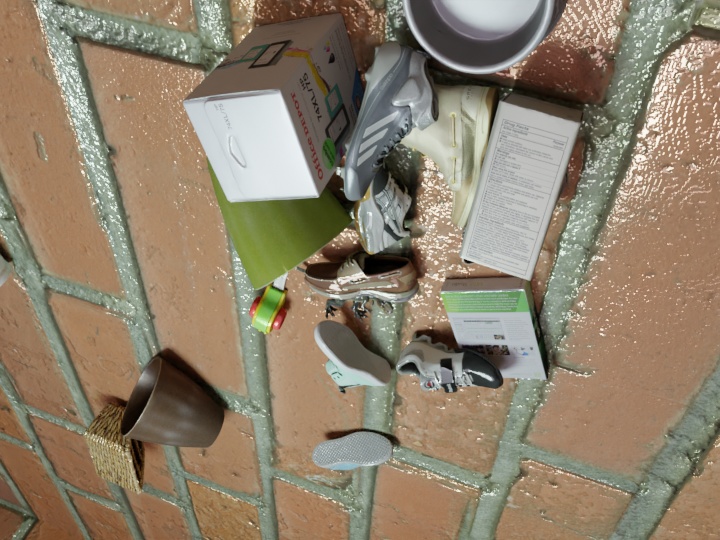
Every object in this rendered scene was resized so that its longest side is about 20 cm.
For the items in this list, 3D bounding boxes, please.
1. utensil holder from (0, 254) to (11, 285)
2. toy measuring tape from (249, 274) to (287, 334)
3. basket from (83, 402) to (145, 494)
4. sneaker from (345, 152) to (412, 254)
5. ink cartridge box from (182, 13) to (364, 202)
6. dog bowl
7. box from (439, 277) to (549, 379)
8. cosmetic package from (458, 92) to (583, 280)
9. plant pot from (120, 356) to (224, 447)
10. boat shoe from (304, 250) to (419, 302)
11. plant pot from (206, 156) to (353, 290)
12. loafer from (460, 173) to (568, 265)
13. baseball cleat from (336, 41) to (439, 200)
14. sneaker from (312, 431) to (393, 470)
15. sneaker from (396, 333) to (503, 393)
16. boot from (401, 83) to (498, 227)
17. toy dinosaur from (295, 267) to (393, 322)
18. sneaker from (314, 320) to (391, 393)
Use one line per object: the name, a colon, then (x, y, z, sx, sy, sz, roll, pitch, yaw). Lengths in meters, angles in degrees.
utensil holder: (-0.883, -0.039, 1.486, 0.166, 0.171, 0.203, -1, 129, 27)
toy measuring tape: (-0.165, 0.057, 1.276, 0.072, 0.074, 0.202, 25, 138, 3)
basket: (-0.618, 0.464, 1.839, 0.145, 0.144, 0.204, 15, 131, 17)
sneaker: (0.031, -0.120, 1.005, 0.086, 0.076, 0.203, -19, 137, -12)
ink cartridge box: (-0.099, -0.209, 0.892, 0.142, 0.202, 0.149, 1, 132, 26)
dog bowl: (0.134, -0.316, 0.776, 0.195, 0.059, 0.203, 14, 135, 14)
box: (0.224, 0.097, 1.139, 0.141, 0.037, 0.203, -1, 131, 28)
cosmetic package: (0.200, -0.106, 0.868, 0.101, 0.087, 0.205, 20, 116, 13)
plant pot: (-0.422, 0.328, 1.606, 0.197, 0.191, 0.186, 30, 140, -25)
boat shoe: (0.000, 0.000, 1.140, 0.194, 0.077, 0.073, 2, 129, 13)
plant pot: (-0.139, -0.109, 1.046, 0.185, 0.187, 0.202, -26, 101, 41)
loafer: (0.210, -0.071, 0.963, 0.071, 0.064, 0.200, 36, 137, -10)
baseball cleat: (0.037, -0.171, 0.857, 0.104, 0.070, 0.204, 20, 116, 13)
sneaker: (-0.006, 0.402, 1.536, 0.195, 0.076, 0.082, -9, 156, 28)
sneaker: (0.146, 0.177, 1.174, 0.197, 0.089, 0.075, 12, 137, 41)
boot: (0.097, -0.161, 0.930, 0.152, 0.073, 0.203, 15, 134, 14)
toy dinosaur: (-0.026, 0.047, 1.217, 0.195, 0.048, 0.090, 18, 133, 18)
sneaker: (-0.044, 0.167, 1.295, 0.116, 0.075, 0.200, -16, 136, 38)
